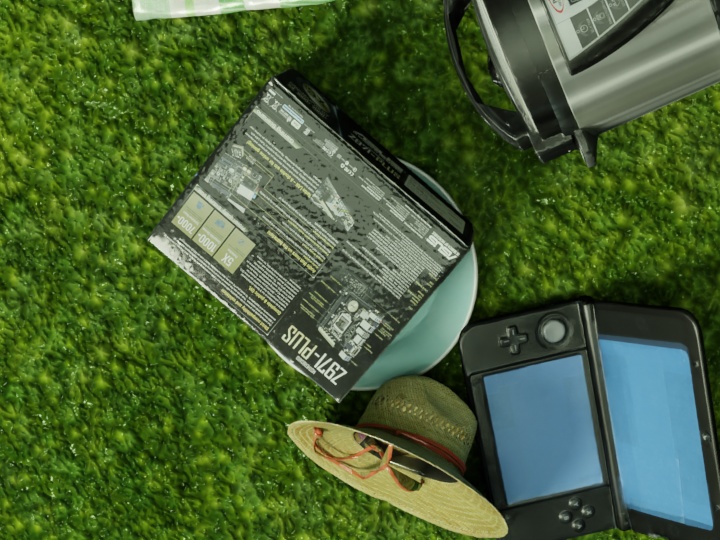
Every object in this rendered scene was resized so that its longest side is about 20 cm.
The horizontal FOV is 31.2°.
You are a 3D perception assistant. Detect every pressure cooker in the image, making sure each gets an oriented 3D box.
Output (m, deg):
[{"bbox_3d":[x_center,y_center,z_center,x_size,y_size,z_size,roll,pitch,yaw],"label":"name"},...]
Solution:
[{"bbox_3d":[0.160,-0.183,0.931,0.197,0.177,0.180,-22,126,12],"label":"pressure cooker"}]

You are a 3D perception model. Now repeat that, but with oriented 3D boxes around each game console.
[{"bbox_3d":[0.183,0.133,1.029,0.173,0.116,0.203,-12,101,-2],"label":"game console"}]

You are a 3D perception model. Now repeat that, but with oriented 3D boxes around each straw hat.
[{"bbox_3d":[0.044,0.134,1.054,0.199,0.201,0.086,28,68,0],"label":"straw hat"}]

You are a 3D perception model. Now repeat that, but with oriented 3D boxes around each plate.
[{"bbox_3d":[0.000,0.000,1.071,0.197,0.026,0.204,2,104,8],"label":"plate"}]

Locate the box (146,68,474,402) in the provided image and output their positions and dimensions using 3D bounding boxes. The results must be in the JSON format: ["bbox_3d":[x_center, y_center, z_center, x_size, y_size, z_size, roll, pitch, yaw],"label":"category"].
[{"bbox_3d":[-0.036,-0.029,1.011,0.199,0.086,0.164,39,105,-3],"label":"box"}]

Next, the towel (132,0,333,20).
[{"bbox_3d":[-0.093,-0.282,1.013,0.196,0.023,0.155,-2,104,9],"label":"towel"}]
